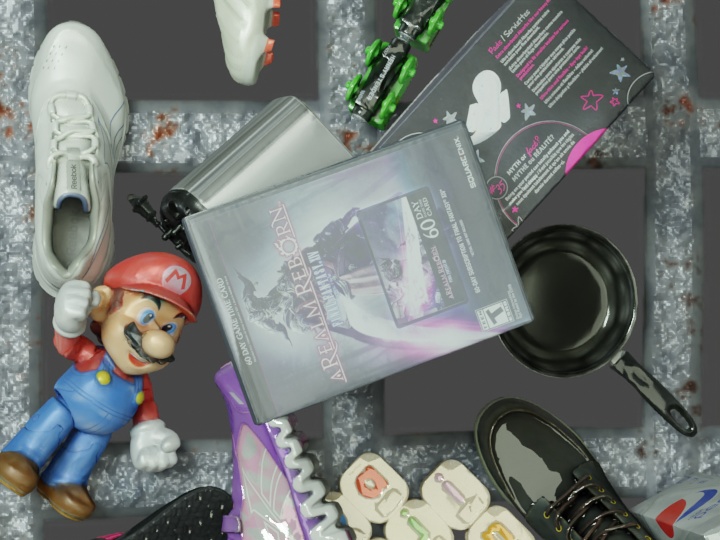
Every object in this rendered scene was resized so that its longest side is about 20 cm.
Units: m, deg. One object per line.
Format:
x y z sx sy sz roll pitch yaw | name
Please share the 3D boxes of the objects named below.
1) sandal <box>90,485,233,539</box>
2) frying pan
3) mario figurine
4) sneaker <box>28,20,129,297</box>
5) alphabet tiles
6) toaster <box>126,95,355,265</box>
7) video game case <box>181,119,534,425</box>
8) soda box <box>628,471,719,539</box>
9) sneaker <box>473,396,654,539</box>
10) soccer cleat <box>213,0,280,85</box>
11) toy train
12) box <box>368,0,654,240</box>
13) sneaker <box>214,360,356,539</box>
-0.173 0.220 1.441 0.200 0.045 0.075 -27 96 -30 | sandal
0.185 0.038 1.511 0.190 0.031 0.115 23 85 -11 | frying pan
-0.174 0.079 1.412 0.106 0.123 0.200 31 91 19 | mario figurine
-0.200 -0.080 1.430 0.074 0.087 0.201 -2 88 -7 | sneaker
0.033 0.242 1.491 0.196 0.015 0.200 45 83 -5 | alphabet tiles
-0.050 -0.021 1.406 0.119 0.181 0.200 -44 96 -10 | toaster
0.000 0.000 1.314 0.200 0.019 0.143 -20 92 -14 | video game case
0.256 0.192 1.432 0.063 0.200 0.068 -28 92 -7 | soda box
0.165 0.174 1.466 0.075 0.106 0.200 -41 94 -7 | sneaker
-0.095 -0.232 1.463 0.077 0.069 0.201 1 81 -3 | soccer cleat
0.048 -0.194 1.485 0.042 0.056 0.200 29 85 9 | toy train
0.093 -0.099 1.450 0.115 0.132 0.200 44 82 -3 | box
-0.067 0.163 1.442 0.088 0.080 0.201 -26 82 3 | sneaker
